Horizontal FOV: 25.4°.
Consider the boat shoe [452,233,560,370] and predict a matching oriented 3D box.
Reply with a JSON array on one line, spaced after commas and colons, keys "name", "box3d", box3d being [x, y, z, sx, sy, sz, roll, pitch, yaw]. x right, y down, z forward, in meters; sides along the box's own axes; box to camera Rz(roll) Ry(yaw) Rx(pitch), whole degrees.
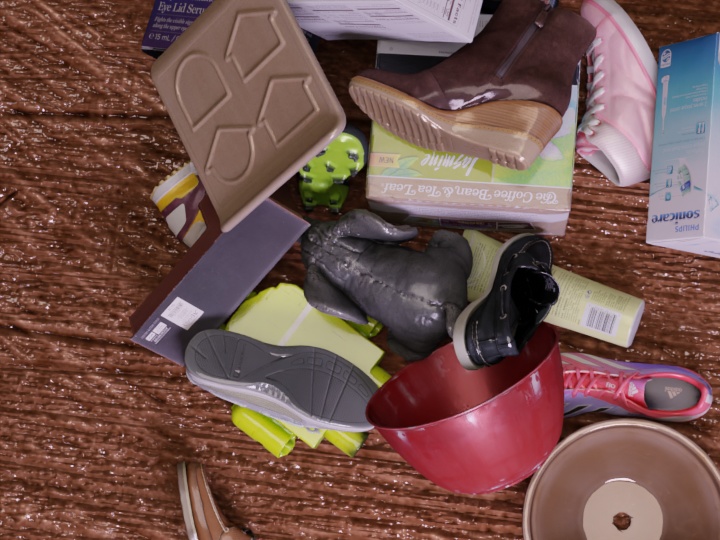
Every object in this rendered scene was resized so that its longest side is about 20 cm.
[{"name": "boat shoe", "box3d": [0.154, 0.024, 1.505, 0.066, 0.199, 0.075, -10, 110, 34]}]

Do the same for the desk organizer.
[{"name": "desk organizer", "box3d": [-0.148, -0.009, 1.583, 0.200, 0.072, 0.077, -48, 37, 16]}]

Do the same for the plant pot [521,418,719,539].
[{"name": "plant pot", "box3d": [0.257, 0.245, 1.545, 0.200, 0.093, 0.201, -1, 82, 5]}]

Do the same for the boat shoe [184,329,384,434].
[{"name": "boat shoe", "box3d": [-0.076, 0.114, 1.573, 0.201, 0.065, 0.075, 14, 66, -1]}]

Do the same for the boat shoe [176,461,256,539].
[{"name": "boat shoe", "box3d": [-0.131, 0.281, 1.591, 0.068, 0.072, 0.200, -15, 91, -1]}]

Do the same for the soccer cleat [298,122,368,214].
[{"name": "soccer cleat", "box3d": [-0.030, -0.119, 1.566, 0.067, 0.200, 0.081, 7, 75, -5]}]

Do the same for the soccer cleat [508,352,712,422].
[{"name": "soccer cleat", "box3d": [0.246, 0.116, 1.571, 0.199, 0.076, 0.067, 5, 83, 5]}]

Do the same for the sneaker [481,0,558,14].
[{"name": "sneaker", "box3d": [0.152, -0.289, 1.575, 0.108, 0.200, 0.070, 25, 87, 0]}]

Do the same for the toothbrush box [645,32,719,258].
[{"name": "toothbrush box", "box3d": [0.365, -0.115, 1.555, 0.146, 0.085, 0.201, 11, 82, -31]}]

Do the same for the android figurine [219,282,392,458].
[{"name": "android figurine", "box3d": [-0.060, 0.095, 1.619, 0.200, 0.041, 0.182, 35, 87, 8]}]

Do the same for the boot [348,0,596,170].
[{"name": "boot", "box3d": [0.106, -0.192, 1.507, 0.200, 0.072, 0.167, 21, 69, 11]}]

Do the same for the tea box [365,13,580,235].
[{"name": "tea box", "box3d": [0.114, -0.145, 1.587, 0.199, 0.134, 0.197, 3, 81, 5]}]

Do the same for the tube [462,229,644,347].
[{"name": "tube", "box3d": [0.184, 0.020, 1.607, 0.200, 0.052, 0.058, 19, 40, 15]}]

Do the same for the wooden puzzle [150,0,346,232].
[{"name": "wooden puzzle", "box3d": [-0.101, -0.164, 1.492, 0.185, 0.046, 0.200, -38, 68, 36]}]

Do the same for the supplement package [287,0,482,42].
[{"name": "supplement package", "box3d": [0.017, -0.304, 1.489, 0.200, 0.111, 0.156, 9, 83, 45]}]

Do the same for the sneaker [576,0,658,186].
[{"name": "sneaker", "box3d": [0.249, -0.178, 1.610, 0.104, 0.075, 0.201, -27, 85, -4]}]

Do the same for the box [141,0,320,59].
[{"name": "box", "box3d": [-0.113, -0.293, 1.616, 0.148, 0.104, 0.200, 10, 82, 37]}]

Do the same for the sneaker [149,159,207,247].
[{"name": "sneaker", "box3d": [-0.114, -0.101, 1.640, 0.200, 0.075, 0.090, -36, 91, 5]}]

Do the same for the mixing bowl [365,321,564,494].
[{"name": "mixing bowl", "box3d": [0.117, 0.141, 1.513, 0.200, 0.200, 0.109, -26, 104, 1]}]

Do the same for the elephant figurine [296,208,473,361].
[{"name": "elephant figurine", "box3d": [0.000, 0.000, 1.552, 0.200, 0.155, 0.142, 25, 54, -10]}]
